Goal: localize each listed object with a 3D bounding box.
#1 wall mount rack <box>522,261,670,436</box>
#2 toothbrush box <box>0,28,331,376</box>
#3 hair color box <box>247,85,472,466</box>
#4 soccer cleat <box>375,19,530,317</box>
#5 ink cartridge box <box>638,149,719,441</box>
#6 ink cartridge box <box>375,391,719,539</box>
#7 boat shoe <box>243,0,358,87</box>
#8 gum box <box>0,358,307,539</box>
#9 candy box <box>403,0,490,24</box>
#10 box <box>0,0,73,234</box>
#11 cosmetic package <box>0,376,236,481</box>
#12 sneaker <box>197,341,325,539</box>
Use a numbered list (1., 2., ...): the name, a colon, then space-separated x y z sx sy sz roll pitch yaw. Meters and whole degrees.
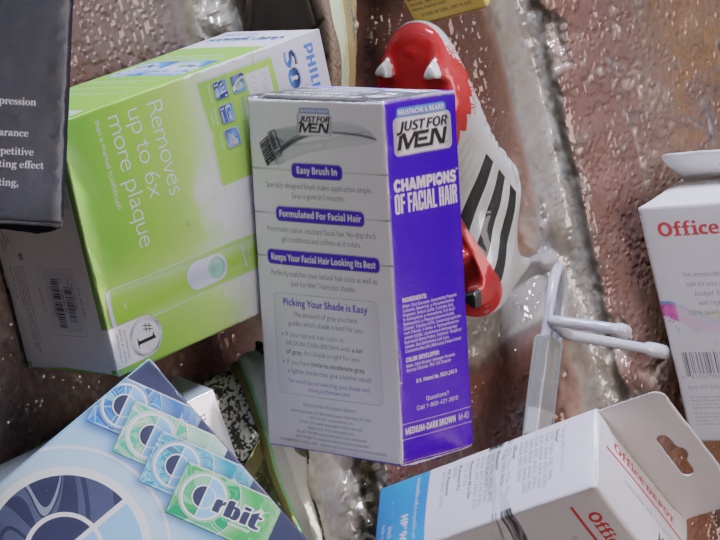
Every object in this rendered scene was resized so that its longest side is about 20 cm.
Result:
1. wall mount rack: 0.153 0.100 1.807 0.174 0.075 0.200 27 71 -76
2. toothbrush box: -0.105 -0.042 1.544 0.200 0.086 0.146 -24 108 -42
3. hair color box: 0.000 0.000 1.514 0.065 0.109 0.200 -14 104 -44
4. soccer cleat: 0.061 -0.068 1.719 0.085 0.069 0.200 -37 119 -46
5. ink cartridge box: 0.288 0.002 1.878 0.125 0.128 0.200 -31 112 -49
6. ink cartridge box: 0.123 0.161 1.682 0.116 0.200 0.068 50 30 -32
7. boat shoe: -0.026 -0.164 1.631 0.076 0.072 0.200 -14 101 -54
8. gum box: -0.131 0.175 1.425 0.200 0.045 0.170 -40 80 -11
9. candy box: 0.029 -0.266 1.666 0.200 0.056 0.117 61 35 -27
10. box: -0.224 -0.122 1.376 0.148 0.107 0.200 3 89 -13
11. cosmetic package: -0.124 0.182 1.532 0.151 0.052 0.200 -27 110 -26
12. sneaker: -0.072 0.144 1.610 0.089 0.077 0.200 -14 104 -11
